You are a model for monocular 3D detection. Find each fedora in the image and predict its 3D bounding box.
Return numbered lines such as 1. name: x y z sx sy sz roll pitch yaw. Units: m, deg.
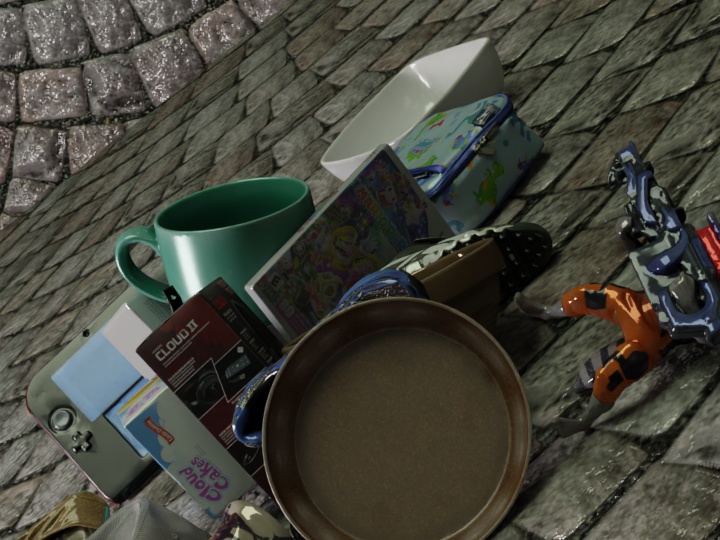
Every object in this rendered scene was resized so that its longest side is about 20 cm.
1. fedora: -0.190 0.260 1.599 0.177 0.090 0.200 -27 21 35

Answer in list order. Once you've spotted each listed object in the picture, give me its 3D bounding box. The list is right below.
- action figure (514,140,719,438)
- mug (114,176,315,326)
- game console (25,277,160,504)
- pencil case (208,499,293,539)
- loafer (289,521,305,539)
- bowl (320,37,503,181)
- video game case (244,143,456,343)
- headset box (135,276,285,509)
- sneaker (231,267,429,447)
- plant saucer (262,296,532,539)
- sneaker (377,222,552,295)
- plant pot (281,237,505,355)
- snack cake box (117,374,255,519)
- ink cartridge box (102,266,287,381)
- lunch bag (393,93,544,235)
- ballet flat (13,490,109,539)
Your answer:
1. action figure: 0.212 0.011 1.370 0.193 0.105 0.201 -28 45 21
2. mug: -0.122 -0.011 1.808 0.185 0.115 0.152 4 25 41
3. game console: -0.236 0.120 1.967 0.200 0.031 0.177 -44 60 -6
4. pencil case: -0.125 0.270 1.459 0.089 0.078 0.200 8 47 41
5. loafer: 0.018 0.141 1.494 0.200 0.070 0.068 -39 16 3
6. bowl: 0.069 -0.168 2.163 0.200 0.075 0.199 -48 18 -27
7. video game case: 0.000 0.000 1.763 0.200 0.143 0.018 -47 23 -23
8. headset box: -0.100 0.092 1.589 0.077 0.200 0.149 -41 1 5
9. sneaker: -0.023 0.076 1.449 0.200 0.075 0.078 -45 -2 20
10. plant saucer: 0.028 0.121 1.378 0.200 0.200 0.034 -39 -16 4
11. sneaker: 0.079 -0.004 1.709 0.199 0.067 0.091 -25 21 17
12. plant pot: 0.042 0.058 1.573 0.200 0.093 0.201 -27 3 1
13. snack cake box: -0.154 0.152 1.697 0.067 0.115 0.200 -42 5 -8
14. ink cartridge box: -0.137 0.040 1.906 0.200 0.145 0.084 -45 1 -35
15. lunch bag: 0.085 -0.097 1.942 0.161 0.082 0.200 -49 18 -19
16. ballet flat: -0.326 0.300 1.863 0.200 0.068 0.072 -37 36 -2
